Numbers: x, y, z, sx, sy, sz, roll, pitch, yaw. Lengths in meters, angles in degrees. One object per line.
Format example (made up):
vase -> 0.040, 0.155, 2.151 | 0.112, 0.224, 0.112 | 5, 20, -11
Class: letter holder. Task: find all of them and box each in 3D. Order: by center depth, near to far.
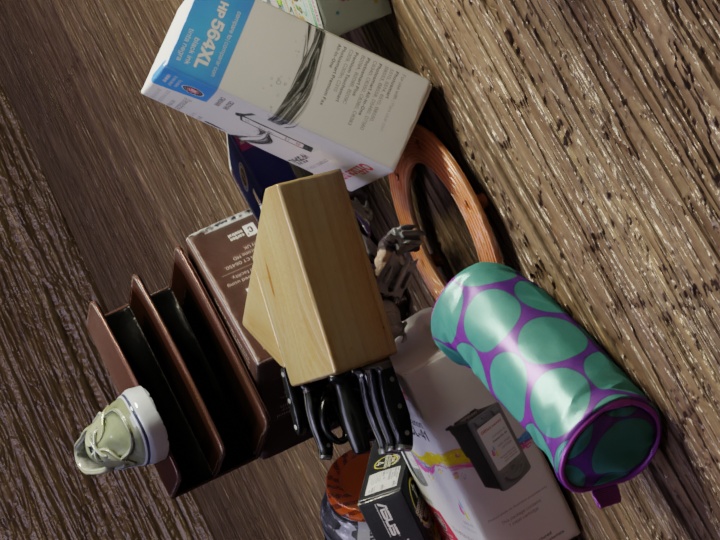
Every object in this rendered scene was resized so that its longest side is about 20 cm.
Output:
letter holder -> -0.177, 0.097, 1.660 | 0.200, 0.100, 0.142 | 61, 161, 14

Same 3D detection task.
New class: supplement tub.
supplement tub -> 0.024, 0.289, 1.833 | 0.123, 0.122, 0.201 | 50, 157, 47

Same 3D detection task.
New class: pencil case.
pencil case -> 0.132, 0.077, 1.250 | 0.200, 0.085, 0.093 | 49, 141, 49

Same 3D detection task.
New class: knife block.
knife block -> -0.015, 0.047, 1.351 | 0.176, 0.064, 0.201 | 42, 134, 36

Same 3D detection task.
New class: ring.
ring -> 0.075, -0.030, 1.413 | 0.201, 0.019, 0.201 | 57, 161, 33

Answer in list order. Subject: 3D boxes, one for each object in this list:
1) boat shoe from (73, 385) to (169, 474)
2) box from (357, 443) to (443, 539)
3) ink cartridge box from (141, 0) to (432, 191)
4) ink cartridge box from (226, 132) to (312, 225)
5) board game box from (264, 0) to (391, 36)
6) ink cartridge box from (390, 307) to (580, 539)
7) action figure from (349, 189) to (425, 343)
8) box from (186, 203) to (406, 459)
boat shoe -> -0.229, 0.164, 1.631 | 0.072, 0.062, 0.200 | 63, 158, 9
box -> 0.057, 0.231, 1.597 | 0.200, 0.049, 0.162 | -71, -40, -70
ink cartridge box -> -0.062, -0.146, 1.375 | 0.199, 0.085, 0.146 | 25, 171, -11
ink cartridge box -> -0.083, -0.123, 1.574 | 0.197, 0.043, 0.201 | 64, -167, -57
board game box -> -0.057, -0.277, 1.428 | 0.200, 0.064, 0.148 | 32, 143, 67
ink cartridge box -> 0.088, 0.145, 1.462 | 0.201, 0.085, 0.148 | 63, 167, -13
action figure -> 0.000, 0.000, 1.472 | 0.069, 0.130, 0.200 | 26, -160, -37
box -> -0.064, 0.049, 1.712 | 0.164, 0.165, 0.200 | 57, 161, 28
